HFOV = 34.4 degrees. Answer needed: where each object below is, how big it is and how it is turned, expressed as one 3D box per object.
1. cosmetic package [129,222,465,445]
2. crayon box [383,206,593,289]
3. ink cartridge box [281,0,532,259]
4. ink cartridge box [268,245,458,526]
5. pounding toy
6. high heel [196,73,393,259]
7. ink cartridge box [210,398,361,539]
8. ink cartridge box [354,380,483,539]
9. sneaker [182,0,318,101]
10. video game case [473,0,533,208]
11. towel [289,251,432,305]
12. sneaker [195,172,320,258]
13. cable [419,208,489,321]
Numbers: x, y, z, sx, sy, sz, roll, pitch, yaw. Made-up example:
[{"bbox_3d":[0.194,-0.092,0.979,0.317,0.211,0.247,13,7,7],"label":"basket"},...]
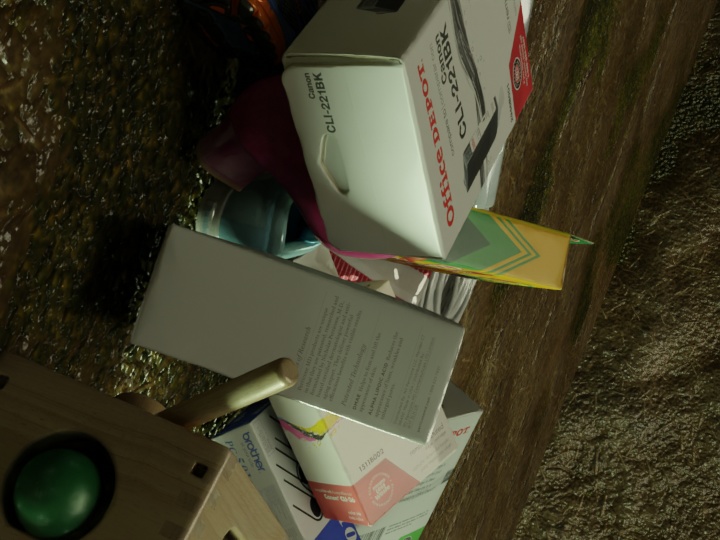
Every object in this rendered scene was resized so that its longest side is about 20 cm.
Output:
[{"bbox_3d":[-0.042,0.038,0.754,0.113,0.197,0.083,-178,-74,-85],"label":"cosmetic package"},{"bbox_3d":[0.087,-0.023,0.989,0.197,0.126,0.052,11,87,-36],"label":"crayon box"},{"bbox_3d":[0.039,-0.126,0.755,0.201,0.082,0.146,-58,144,-41],"label":"ink cartridge box"},{"bbox_3d":[-0.011,0.088,0.947,0.116,0.067,0.203,-34,108,-35],"label":"ink cartridge box"},{"bbox_3d":[-0.125,0.124,0.658,0.144,0.181,0.201,-62,159,-24],"label":"pounding toy"},{"bbox_3d":[-0.009,-0.070,0.793,0.198,0.095,0.068,29,48,-33],"label":"high heel"},{"bbox_3d":[-0.049,0.209,0.975,0.203,0.044,0.094,65,21,-4],"label":"ink cartridge box"},{"bbox_3d":[0.019,0.204,1.169,0.145,0.084,0.202,-6,127,-48],"label":"ink cartridge box"},{"bbox_3d":[-0.051,-0.156,0.783,0.200,0.074,0.080,66,43,-66],"label":"sneaker"},{"bbox_3d":[0.066,-0.176,0.941,0.022,0.200,0.185,-7,121,-27],"label":"video game case"},{"bbox_3d":[0.000,0.000,1.014,0.143,0.023,0.203,34,71,-30],"label":"towel"},{"bbox_3d":[-0.043,-0.045,0.887,0.200,0.081,0.075,-38,144,-57],"label":"sneaker"},{"bbox_3d":[0.084,-0.005,1.303,0.203,0.068,0.200,-72,162,3],"label":"cable"}]
